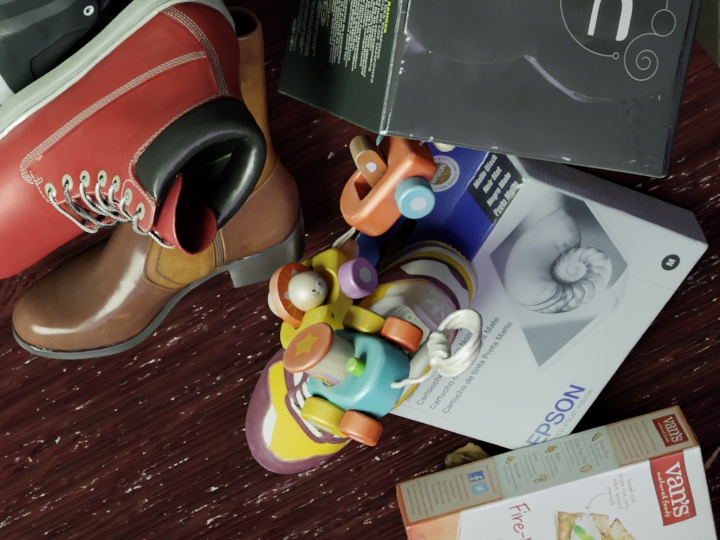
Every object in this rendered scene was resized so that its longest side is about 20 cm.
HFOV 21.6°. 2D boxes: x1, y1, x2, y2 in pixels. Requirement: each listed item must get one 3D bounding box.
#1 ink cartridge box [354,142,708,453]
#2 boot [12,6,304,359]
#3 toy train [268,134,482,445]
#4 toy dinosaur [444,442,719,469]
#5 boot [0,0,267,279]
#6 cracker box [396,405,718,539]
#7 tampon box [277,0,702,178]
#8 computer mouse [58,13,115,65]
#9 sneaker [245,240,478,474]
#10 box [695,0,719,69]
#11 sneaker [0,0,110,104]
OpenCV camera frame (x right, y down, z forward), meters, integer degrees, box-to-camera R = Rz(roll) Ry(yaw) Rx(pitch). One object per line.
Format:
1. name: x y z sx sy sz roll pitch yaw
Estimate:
1. ink cartridge box: 0.086 0.018 1.194 0.199 0.041 0.200 18 122 -24
2. boot: -0.127 -0.043 1.048 0.187 0.069 0.200 -16 145 -1
3. toy train: 0.000 0.000 1.060 0.055 0.201 0.150 30 118 -29
4. toy dinosaur: 0.152 0.168 1.313 0.199 0.061 0.107 9 123 -19
5. boot: -0.130 -0.035 0.933 0.200 0.145 0.072 -41 132 21
6. cracker box: 0.136 0.183 1.259 0.199 0.058 0.135 -16 118 0
7. tampon box: 0.060 -0.131 0.950 0.149 0.200 0.127 7 99 -18
8. computer mouse: -0.117 -0.135 1.035 0.058 0.034 0.200 35 113 -31
9. sneaker: -0.012 0.065 1.152 0.075 0.090 0.200 40 118 -3
10. box: 0.186 -0.235 0.930 0.096 0.176 0.201 -15 128 -8
11. sneaker: -0.165 -0.163 0.963 0.082 0.072 0.201 1 139 -17
